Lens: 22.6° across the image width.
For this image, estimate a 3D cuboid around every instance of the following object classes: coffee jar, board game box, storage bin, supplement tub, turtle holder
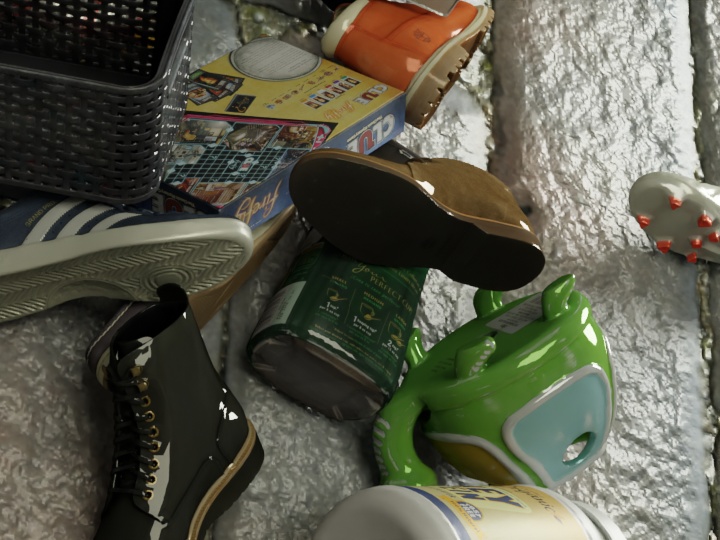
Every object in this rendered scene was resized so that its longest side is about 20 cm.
[{"bbox_3d":[0.000,0.000,1.277,0.104,0.085,0.200,33,55,-15],"label":"coffee jar"},{"bbox_3d":[-0.081,-0.094,1.249,0.135,0.035,0.200,26,42,29],"label":"board game box"},{"bbox_3d":[-0.213,-0.131,1.136,0.200,0.094,0.135,10,42,1],"label":"storage bin"},{"bbox_3d":[0.075,0.212,1.175,0.200,0.144,0.144,6,64,-44],"label":"supplement tub"},{"bbox_3d":[0.101,0.095,1.265,0.186,0.141,0.132,-40,109,-43],"label":"turtle holder"}]

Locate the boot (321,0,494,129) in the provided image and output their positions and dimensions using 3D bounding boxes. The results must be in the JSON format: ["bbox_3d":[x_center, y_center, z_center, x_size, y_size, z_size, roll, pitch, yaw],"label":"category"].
[{"bbox_3d":[0.036,-0.181,1.373,0.107,0.075,0.200,32,25,4],"label":"boot"}]

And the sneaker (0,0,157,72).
[{"bbox_3d":[-0.164,-0.195,1.280,0.200,0.078,0.082,-38,95,-29],"label":"sneaker"}]

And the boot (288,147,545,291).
[{"bbox_3d":[0.034,-0.048,1.235,0.200,0.074,0.075,20,41,-30],"label":"boot"}]

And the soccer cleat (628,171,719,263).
[{"bbox_3d":[0.299,-0.043,1.506,0.200,0.069,0.078,25,52,-29],"label":"soccer cleat"}]

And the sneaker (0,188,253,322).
[{"bbox_3d":[-0.169,-0.027,1.147,0.200,0.075,0.085,-7,56,1],"label":"sneaker"}]

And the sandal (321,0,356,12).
[{"bbox_3d":[-0.073,-0.267,1.370,0.200,0.075,0.048,46,69,-5],"label":"sandal"}]

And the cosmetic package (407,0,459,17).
[{"bbox_3d":[0.034,-0.292,1.385,0.103,0.087,0.200,24,28,-21],"label":"cosmetic package"}]

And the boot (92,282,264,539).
[{"bbox_3d":[-0.143,0.117,1.102,0.200,0.077,0.138,-60,139,-48],"label":"boot"}]

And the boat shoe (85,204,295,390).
[{"bbox_3d":[-0.123,0.002,1.213,0.065,0.072,0.200,37,56,11],"label":"boat shoe"}]
